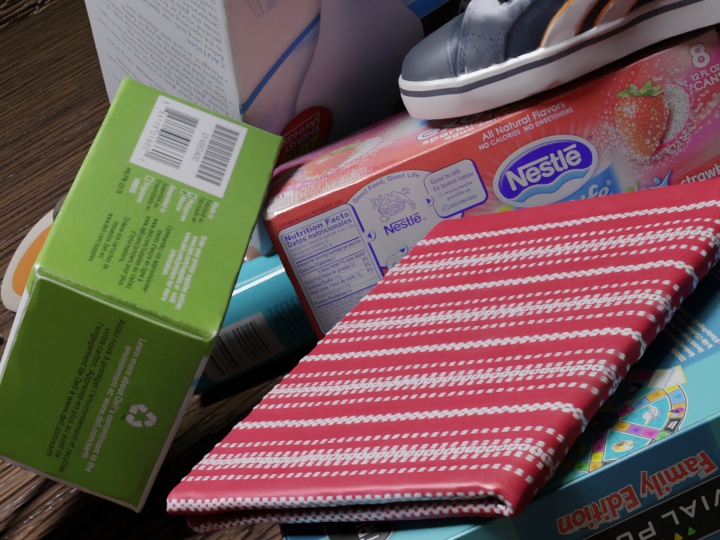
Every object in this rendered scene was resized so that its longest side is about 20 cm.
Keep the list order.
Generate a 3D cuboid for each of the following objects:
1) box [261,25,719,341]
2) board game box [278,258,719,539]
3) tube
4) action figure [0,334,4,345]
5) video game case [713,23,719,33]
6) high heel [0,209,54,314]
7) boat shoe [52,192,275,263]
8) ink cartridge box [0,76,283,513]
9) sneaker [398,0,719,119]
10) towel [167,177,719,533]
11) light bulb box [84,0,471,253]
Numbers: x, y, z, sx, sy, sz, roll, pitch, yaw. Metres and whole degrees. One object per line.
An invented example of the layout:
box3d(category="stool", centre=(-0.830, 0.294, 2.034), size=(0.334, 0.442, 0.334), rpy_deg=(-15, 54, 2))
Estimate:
box3d(category="box", centre=(0.069, -0.029, 0.808), size=(0.200, 0.103, 0.095), rpy_deg=(-23, 16, 8))
box3d(category="board game box", centre=(0.071, 0.059, 0.627), size=(0.200, 0.047, 0.151), rpy_deg=(-25, 16, -1))
box3d(category="tube", centre=(0.000, 0.000, 0.901), size=(0.200, 0.051, 0.077), rpy_deg=(-22, -24, 10))
box3d(category="action figure", centre=(-0.264, 0.082, 0.949), size=(0.193, 0.105, 0.200), rpy_deg=(-39, 15, -11))
box3d(category="video game case", centre=(0.214, -0.134, 0.812), size=(0.143, 0.017, 0.200), rpy_deg=(-26, 10, 9))
box3d(category="high heel", centre=(-0.130, -0.025, 1.198), size=(0.200, 0.067, 0.096), rpy_deg=(-36, -21, 12))
box3d(category="boat shoe", centre=(-0.061, -0.003, 0.973), size=(0.199, 0.074, 0.076), rpy_deg=(0, -5, 16))
box3d(category="ink cartridge box", centre=(-0.110, 0.043, 0.809), size=(0.148, 0.076, 0.200), rpy_deg=(-76, 8, -54))
box3d(category="sneaker", centre=(0.098, -0.126, 0.754), size=(0.200, 0.080, 0.078), rpy_deg=(-19, 17, 18))
box3d(category="towel", centre=(0.042, 0.027, 0.647), size=(0.144, 0.023, 0.200), rpy_deg=(-9, 24, 39))
box3d(category="light bulb box", centre=(-0.019, -0.151, 0.879), size=(0.198, 0.200, 0.125), rpy_deg=(-36, 58, -21))
